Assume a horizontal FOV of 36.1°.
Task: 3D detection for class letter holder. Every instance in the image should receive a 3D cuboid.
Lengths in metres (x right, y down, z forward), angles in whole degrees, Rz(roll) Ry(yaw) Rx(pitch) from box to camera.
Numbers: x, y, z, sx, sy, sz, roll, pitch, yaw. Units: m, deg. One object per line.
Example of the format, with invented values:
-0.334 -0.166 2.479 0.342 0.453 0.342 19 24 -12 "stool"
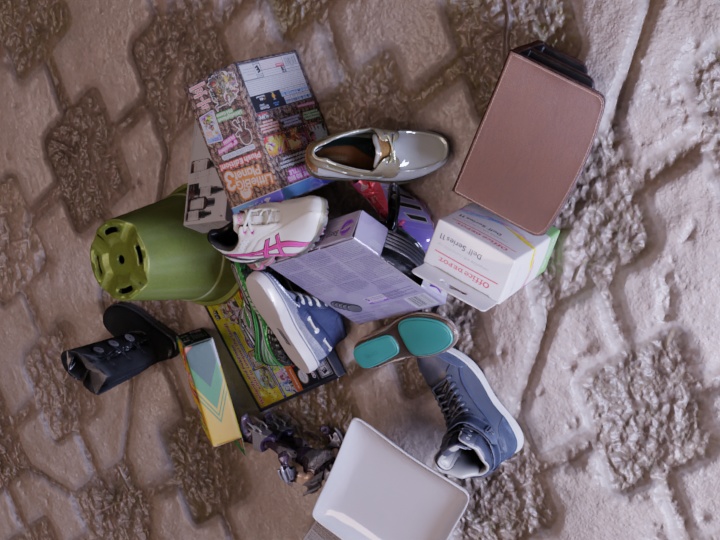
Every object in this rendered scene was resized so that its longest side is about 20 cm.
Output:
0.228 -0.164 1.394 0.142 0.101 0.201 30 119 17 "letter holder"

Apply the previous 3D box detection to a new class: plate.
0.044 0.330 1.573 0.200 0.032 0.200 32 119 18 "plate"

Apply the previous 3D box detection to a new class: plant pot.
-0.304 -0.030 1.692 0.199 0.190 0.201 6 101 34 "plant pot"

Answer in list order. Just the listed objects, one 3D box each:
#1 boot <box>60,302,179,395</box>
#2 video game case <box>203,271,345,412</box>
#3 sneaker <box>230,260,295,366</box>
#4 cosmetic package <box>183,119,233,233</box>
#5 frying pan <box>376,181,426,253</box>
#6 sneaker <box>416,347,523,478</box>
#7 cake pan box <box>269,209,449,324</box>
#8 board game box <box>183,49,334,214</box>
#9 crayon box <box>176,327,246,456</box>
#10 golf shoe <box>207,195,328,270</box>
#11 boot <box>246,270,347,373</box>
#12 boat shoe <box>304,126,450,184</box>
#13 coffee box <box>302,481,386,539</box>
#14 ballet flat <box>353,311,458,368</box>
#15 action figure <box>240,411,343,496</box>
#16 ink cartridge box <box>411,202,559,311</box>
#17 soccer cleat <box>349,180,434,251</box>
-0.417 0.124 1.819 0.164 0.200 0.066 21 116 24 "boot"
-0.138 0.106 1.750 0.180 0.025 0.201 -27 92 35 "video game case"
-0.162 0.057 1.685 0.085 0.078 0.201 -11 101 34 "sneaker"
-0.208 -0.161 1.635 0.082 0.051 0.201 -5 74 30 "cosmetic package"
0.055 -0.041 1.532 0.115 0.031 0.190 36 152 -1 "frying pan"
0.129 0.198 1.546 0.202 0.146 0.077 48 125 11 "sneaker"
0.000 0.000 1.531 0.184 0.053 0.200 32 150 -30 "cake pan box"
-0.133 -0.194 1.566 0.097 0.159 0.201 -18 96 35 "board game box"
-0.242 0.201 1.787 0.127 0.051 0.201 -165 59 -74 "crayon box"
-0.124 -0.053 1.480 0.200 0.092 0.073 -24 57 43 "golf shoe"
-0.092 0.054 1.622 0.073 0.090 0.200 26 151 43 "boot"
0.025 -0.154 1.482 0.199 0.068 0.075 -8 86 -5 "boat shoe"
-0.007 0.374 1.706 0.080 0.113 0.200 39 121 14 "coffee box"
0.072 0.090 1.587 0.200 0.067 0.068 -16 102 42 "ballet flat"
-0.097 0.283 1.728 0.199 0.130 0.070 21 116 36 "action figure"
0.162 -0.026 1.417 0.117 0.200 0.068 29 119 20 "ink cartridge box"
0.029 -0.105 1.547 0.067 0.076 0.200 -35 86 34 "soccer cleat"
